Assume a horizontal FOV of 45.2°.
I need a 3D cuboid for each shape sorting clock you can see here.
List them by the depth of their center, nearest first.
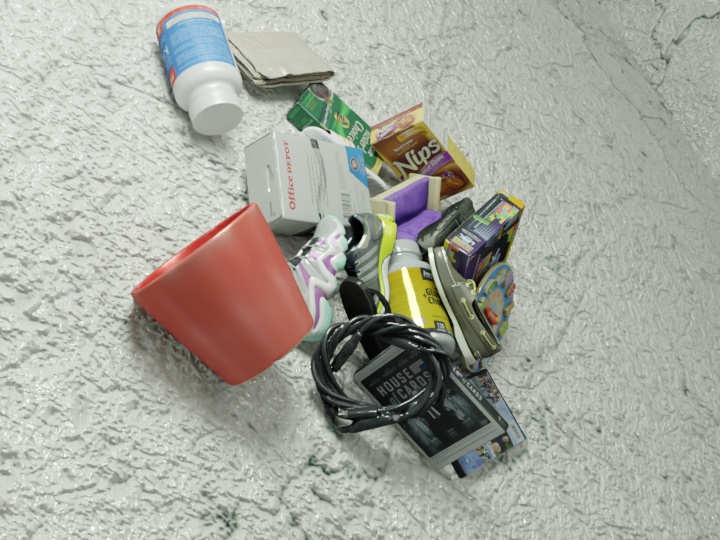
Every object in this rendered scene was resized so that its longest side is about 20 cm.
[{"bbox_3d":[0.227,0.083,1.515,0.039,0.201,0.200,21,24,31],"label":"shape sorting clock"}]

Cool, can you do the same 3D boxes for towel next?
[{"bbox_3d":[-0.152,-0.391,1.582,0.200,0.035,0.133,-20,61,-46],"label":"towel"}]

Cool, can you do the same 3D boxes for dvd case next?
[{"bbox_3d":[0.102,0.194,1.297,0.200,0.150,0.025,47,36,-5],"label":"dvd case"},{"bbox_3d":[0.191,0.251,1.452,0.200,0.018,0.143,-13,69,-49],"label":"dvd case"}]

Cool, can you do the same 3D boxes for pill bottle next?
[{"bbox_3d":[-0.254,-0.322,1.390,0.112,0.112,0.201,5,56,-44],"label":"pill bottle"},{"bbox_3d":[0.080,0.053,1.424,0.112,0.112,0.201,14,50,-38],"label":"pill bottle"}]

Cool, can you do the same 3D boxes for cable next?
[{"bbox_3d":[0.033,0.140,1.237,0.051,0.199,0.164,6,69,-83],"label":"cable"}]

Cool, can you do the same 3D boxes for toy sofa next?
[{"bbox_3d":[0.089,-0.109,1.555,0.200,0.097,0.083,-32,129,-54],"label":"toy sofa"}]

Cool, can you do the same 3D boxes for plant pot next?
[{"bbox_3d":[-0.168,0.039,1.133,0.178,0.200,0.200,55,36,-12],"label":"plant pot"}]

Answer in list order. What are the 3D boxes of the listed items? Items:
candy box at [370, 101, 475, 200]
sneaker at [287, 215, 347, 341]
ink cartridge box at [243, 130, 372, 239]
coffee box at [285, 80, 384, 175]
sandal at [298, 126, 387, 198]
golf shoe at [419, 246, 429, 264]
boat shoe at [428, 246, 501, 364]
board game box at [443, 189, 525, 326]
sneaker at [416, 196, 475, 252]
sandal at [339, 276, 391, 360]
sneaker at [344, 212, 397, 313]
[{"bbox_3d":[0.120,-0.215,1.641,0.200,0.116,0.057,45,36,-37],"label":"candy box"},{"bbox_3d":[-0.100,-0.005,1.286,0.140,0.078,0.201,19,67,-27],"label":"sneaker"},{"bbox_3d":[-0.083,-0.133,1.407,0.200,0.084,0.145,5,73,-44],"label":"ink cartridge box"},{"bbox_3d":[-0.037,-0.260,1.620,0.200,0.044,0.123,42,37,-13],"label":"coffee box"},{"bbox_3d":[-0.034,-0.195,1.550,0.206,0.079,0.059,36,37,-33],"label":"sandal"},{"bbox_3d":[0.140,-0.042,1.601,0.088,0.077,0.200,48,31,17],"label":"golf shoe"},{"bbox_3d":[0.166,0.049,1.393,0.072,0.060,0.202,-44,113,-74],"label":"boat shoe"},{"bbox_3d":[0.199,-0.018,1.496,0.057,0.200,0.165,34,55,21],"label":"board game box"},{"bbox_3d":[0.166,-0.067,1.520,0.079,0.075,0.200,60,36,-6],"label":"sneaker"},{"bbox_3d":[0.018,0.072,1.312,0.075,0.201,0.048,29,61,38],"label":"sandal"},{"bbox_3d":[0.000,0.000,1.383,0.081,0.074,0.201,14,76,-33],"label":"sneaker"}]
